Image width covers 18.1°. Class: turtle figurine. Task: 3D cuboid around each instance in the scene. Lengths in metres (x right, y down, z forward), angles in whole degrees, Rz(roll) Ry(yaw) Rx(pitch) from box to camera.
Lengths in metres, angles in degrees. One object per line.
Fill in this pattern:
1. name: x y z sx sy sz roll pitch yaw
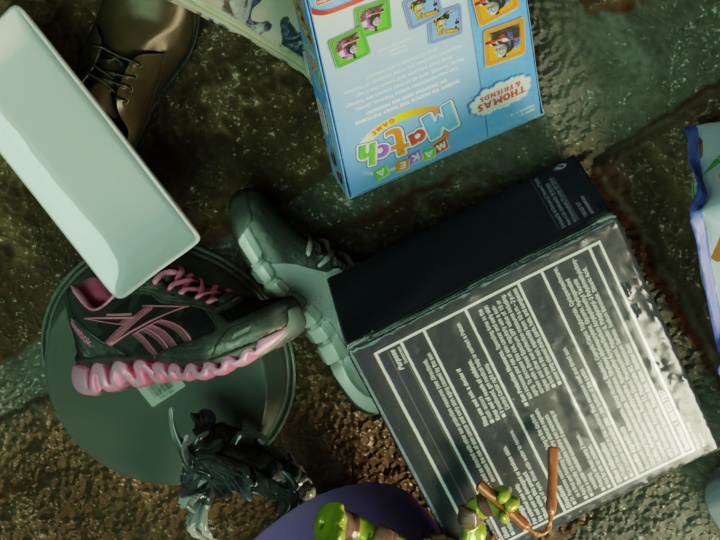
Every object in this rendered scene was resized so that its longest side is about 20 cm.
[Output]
1. turtle figurine: 0.045 0.194 1.495 0.160 0.064 0.202 13 105 -24

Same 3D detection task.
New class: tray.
1. tray: -0.195 -0.082 1.550 0.107 0.022 0.200 -33 97 42

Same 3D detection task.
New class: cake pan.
1. cake pan: -0.148 0.075 1.688 0.198 0.037 0.202 4 114 9

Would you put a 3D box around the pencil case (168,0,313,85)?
1. pencil case: -0.079 -0.191 1.503 0.199 0.090 0.078 27 139 -18

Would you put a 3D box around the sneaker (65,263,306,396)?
1. sneaker: -0.131 0.029 1.593 0.199 0.079 0.096 -10 96 30

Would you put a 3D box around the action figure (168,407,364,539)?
1. action figure: -0.073 0.171 1.637 0.199 0.119 0.103 27 98 -35

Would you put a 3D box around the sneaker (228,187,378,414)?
1. sneaker: 0.000 0.000 1.612 0.115 0.075 0.200 -29 115 16

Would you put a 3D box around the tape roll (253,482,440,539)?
1. tape roll: -0.011 0.254 1.606 0.085 0.199 0.201 45 123 38

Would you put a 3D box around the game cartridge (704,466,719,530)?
1. game cartridge: 0.344 0.203 1.614 0.200 0.041 0.133 42 145 -13

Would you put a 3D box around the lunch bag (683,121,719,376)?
1. lunch bag: 0.314 0.000 1.518 0.168 0.124 0.201 -6 129 13

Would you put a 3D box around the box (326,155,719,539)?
1. box: 0.108 0.063 1.546 0.197 0.123 0.201 -26 115 2

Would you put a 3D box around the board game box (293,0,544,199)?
1. board game box: 0.037 -0.155 1.473 0.150 0.037 0.201 -23 135 -11

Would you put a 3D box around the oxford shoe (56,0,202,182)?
1. oxford shoe: -0.161 -0.144 1.568 0.072 0.085 0.201 22 114 3
